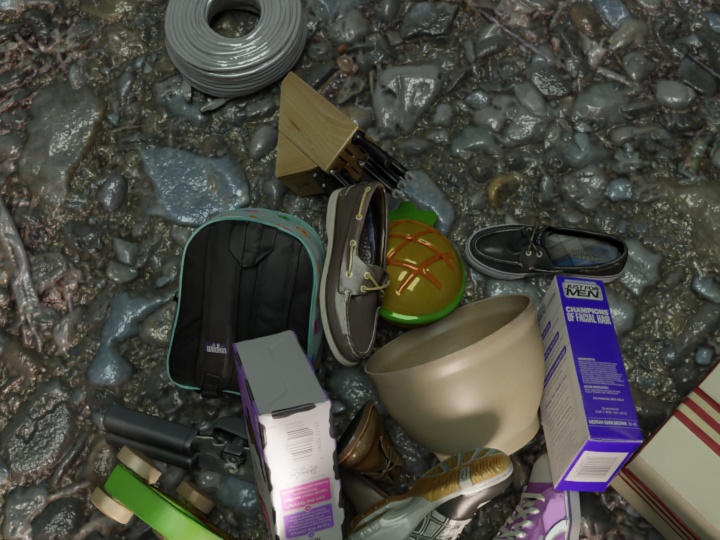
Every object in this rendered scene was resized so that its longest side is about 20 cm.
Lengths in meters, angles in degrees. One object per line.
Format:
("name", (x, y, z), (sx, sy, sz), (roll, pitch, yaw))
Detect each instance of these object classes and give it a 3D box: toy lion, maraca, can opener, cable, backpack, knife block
("toy lion", (-0.158, 0.278, 0.914), (0.189, 0.201, 0.069), (26, 73, 31))
("maraca", (0.053, -0.013, 1.054), (0.134, 0.109, 0.202), (-4, 45, -10))
("can opener", (-0.198, 0.193, 1.030), (0.195, 0.054, 0.067), (15, 39, 10))
("cable", (-0.171, -0.335, 1.203), (0.196, 0.069, 0.204), (-20, 70, -3))
("backpack", (-0.119, 0.030, 1.001), (0.171, 0.154, 0.205), (9, 109, 9))
("knife block", (-0.018, -0.162, 1.097), (0.172, 0.064, 0.205), (-10, 66, 28))

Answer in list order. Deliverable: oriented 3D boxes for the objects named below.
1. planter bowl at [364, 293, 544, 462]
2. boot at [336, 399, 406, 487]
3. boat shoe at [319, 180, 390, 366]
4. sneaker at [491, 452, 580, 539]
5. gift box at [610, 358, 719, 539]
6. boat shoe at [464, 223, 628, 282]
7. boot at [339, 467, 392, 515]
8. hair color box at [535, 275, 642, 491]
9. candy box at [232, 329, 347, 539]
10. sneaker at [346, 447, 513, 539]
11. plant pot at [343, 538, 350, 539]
("planter bowl", (0.117, 0.128, 0.963), (0.197, 0.200, 0.137), (-24, 97, -5))
("boot", (0.015, 0.188, 0.929), (0.075, 0.200, 0.074), (38, 85, 10))
("boat shoe", (0.000, 0.000, 0.964), (0.059, 0.071, 0.205), (-14, 65, 37))
("sneaker", (0.164, 0.284, 0.929), (0.112, 0.072, 0.205), (19, 69, -17))
("gift box", (0.396, 0.205, 0.905), (0.200, 0.185, 0.187), (-43, 70, -8))
("boat shoe", (0.224, -0.025, 1.063), (0.195, 0.066, 0.072), (10, 70, 7))
("boot", (0.019, 0.323, 0.951), (0.198, 0.070, 0.148), (31, 81, 19))
("hair color box", (0.235, 0.119, 0.952), (0.063, 0.110, 0.203), (3, 51, -9))
("candy box", (-0.070, 0.189, 0.882), (0.070, 0.168, 0.205), (-11, 110, -13))
("sneaker", (0.078, 0.253, 0.887), (0.198, 0.076, 0.089), (-34, 92, 17))
("plant pot", (0.027, 0.342, 0.775), (0.195, 0.200, 0.195), (5, 75, 6))
